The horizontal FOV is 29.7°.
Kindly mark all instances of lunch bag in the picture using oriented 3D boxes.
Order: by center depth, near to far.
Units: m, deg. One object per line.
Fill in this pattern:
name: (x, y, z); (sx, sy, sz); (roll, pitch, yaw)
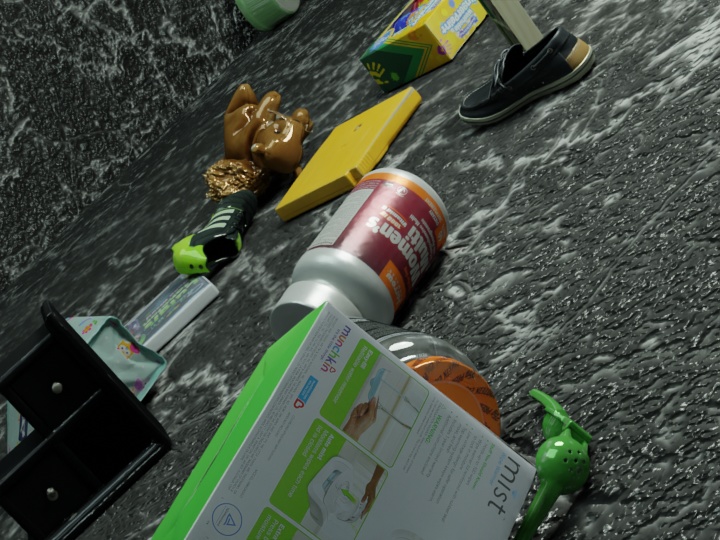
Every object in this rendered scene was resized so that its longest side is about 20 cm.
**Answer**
lunch bag: (-0.361, 0.161, 1.691); (0.201, 0.122, 0.170); (-56, 23, -19)

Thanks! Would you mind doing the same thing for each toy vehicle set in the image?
toy vehicle set: (0.163, -0.329, 1.639); (0.026, 0.201, 0.124); (-37, 16, 6)

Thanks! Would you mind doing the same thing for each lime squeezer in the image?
lime squeezer: (0.127, 0.124, 0.893); (0.201, 0.037, 0.071); (-68, 1, -55)

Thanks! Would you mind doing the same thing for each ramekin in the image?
ramekin: (-0.245, -0.738, 3.560); (0.097, 0.201, 0.201); (-20, 24, 29)

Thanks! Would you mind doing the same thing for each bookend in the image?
bookend: (-0.345, 0.176, 1.479); (0.198, 0.201, 0.092); (-42, 17, -8)

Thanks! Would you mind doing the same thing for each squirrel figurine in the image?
squirrel figurine: (-0.150, -0.173, 2.100); (0.201, 0.141, 0.187); (-54, 27, 4)

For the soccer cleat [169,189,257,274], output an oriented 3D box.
soccer cleat: (-0.195, -0.052, 1.975); (0.080, 0.068, 0.200); (8, 36, 30)

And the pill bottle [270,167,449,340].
pill bottle: (0.000, 0.000, 1.326); (0.109, 0.110, 0.201); (-21, 26, 47)

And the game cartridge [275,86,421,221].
game cartridge: (-0.016, -0.162, 1.908); (0.175, 0.032, 0.201); (-22, 27, 46)

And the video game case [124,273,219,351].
video game case: (-0.292, 0.078, 1.911); (0.200, 0.023, 0.182); (-43, 17, -7)

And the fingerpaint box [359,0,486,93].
fingerpaint box: (0.114, -0.383, 2.094); (0.166, 0.074, 0.201); (-18, 28, 52)

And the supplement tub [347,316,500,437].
supplement tub: (0.018, 0.102, 1.009); (0.123, 0.123, 0.200); (-44, 16, -13)

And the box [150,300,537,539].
box: (-0.014, 0.156, 0.806); (0.097, 0.176, 0.201); (-37, 19, 53)

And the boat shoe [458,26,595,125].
boat shoe: (0.182, -0.227, 1.577); (0.199, 0.062, 0.075); (-22, 32, 48)
